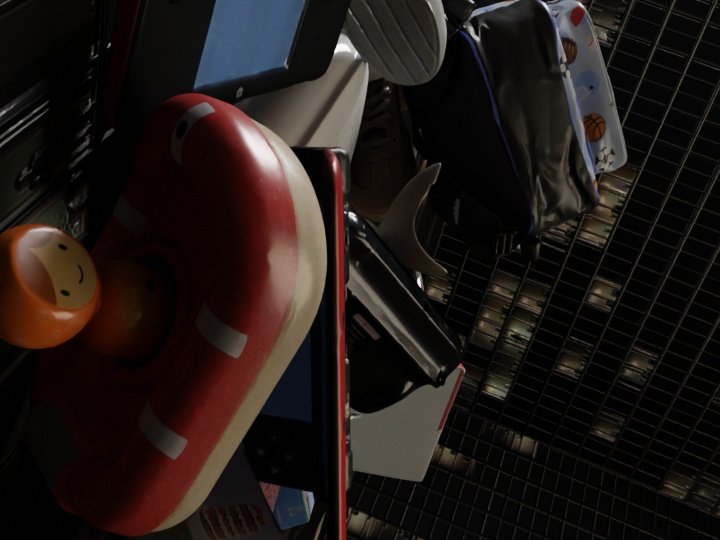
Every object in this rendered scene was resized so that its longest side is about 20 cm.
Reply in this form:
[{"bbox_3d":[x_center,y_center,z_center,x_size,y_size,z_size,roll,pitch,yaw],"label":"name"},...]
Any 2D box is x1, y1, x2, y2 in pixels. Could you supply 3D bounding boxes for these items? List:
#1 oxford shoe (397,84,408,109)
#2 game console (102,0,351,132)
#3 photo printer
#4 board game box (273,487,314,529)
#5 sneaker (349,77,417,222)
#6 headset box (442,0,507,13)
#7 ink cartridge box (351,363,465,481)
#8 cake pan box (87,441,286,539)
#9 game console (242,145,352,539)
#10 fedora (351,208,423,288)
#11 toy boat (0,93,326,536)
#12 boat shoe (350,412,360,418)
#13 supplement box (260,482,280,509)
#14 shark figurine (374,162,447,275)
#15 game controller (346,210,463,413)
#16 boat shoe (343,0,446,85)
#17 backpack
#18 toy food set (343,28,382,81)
[{"bbox_3d":[0.021,-0.215,0.981,0.201,0.073,0.072,-84,153,-55],"label":"oxford shoe"},{"bbox_3d":[-0.047,-0.168,0.516,0.199,0.031,0.179,-31,142,-55],"label":"game console"},{"bbox_3d":[-0.055,-0.074,0.730,0.201,0.068,0.168,-63,172,-45],"label":"photo printer"},{"bbox_3d":[-0.078,0.158,0.958,0.200,0.036,0.154,105,-28,-81],"label":"board game box"},{"bbox_3d":[0.001,-0.137,0.836,0.076,0.069,0.203,70,9,-59],"label":"sneaker"},{"bbox_3d":[0.107,-0.322,0.950,0.075,0.146,0.203,94,18,-67],"label":"headset box"},{"bbox_3d":[0.005,0.114,1.142,0.200,0.142,0.148,-121,-133,-63],"label":"ink cartridge box"},{"bbox_3d":[-0.109,0.156,0.581,0.201,0.051,0.187,54,-43,46],"label":"cake pan box"},{"bbox_3d":[-0.058,0.036,0.546,0.118,0.169,0.204,-16,108,-61],"label":"game console"},{"bbox_3d":[-0.026,0.008,0.984,0.090,0.179,0.199,-34,166,30],"label":"fedora"},{"bbox_3d":[-0.109,0.014,0.449,0.130,0.130,0.202,19,107,-46],"label":"toy boat"},{"bbox_3d":[-0.032,0.096,0.861,0.200,0.074,0.063,174,-68,-74],"label":"boat shoe"},{"bbox_3d":[-0.113,0.144,0.762,0.131,0.102,0.203,-54,164,-62],"label":"supplement box"},{"bbox_3d":[-0.010,-0.010,0.767,0.215,0.125,0.091,107,-12,-62],"label":"shark figurine"},{"bbox_3d":[-0.005,0.036,0.697,0.200,0.103,0.043,49,26,-45],"label":"game controller"},{"bbox_3d":[0.014,-0.213,0.664,0.201,0.072,0.068,60,37,-51],"label":"boat shoe"},{"bbox_3d":[0.114,-0.129,0.821,0.190,0.152,0.204,19,-53,67],"label":"backpack"},{"bbox_3d":[0.017,-0.268,0.788,0.145,0.059,0.202,71,35,-51],"label":"toy food set"}]
